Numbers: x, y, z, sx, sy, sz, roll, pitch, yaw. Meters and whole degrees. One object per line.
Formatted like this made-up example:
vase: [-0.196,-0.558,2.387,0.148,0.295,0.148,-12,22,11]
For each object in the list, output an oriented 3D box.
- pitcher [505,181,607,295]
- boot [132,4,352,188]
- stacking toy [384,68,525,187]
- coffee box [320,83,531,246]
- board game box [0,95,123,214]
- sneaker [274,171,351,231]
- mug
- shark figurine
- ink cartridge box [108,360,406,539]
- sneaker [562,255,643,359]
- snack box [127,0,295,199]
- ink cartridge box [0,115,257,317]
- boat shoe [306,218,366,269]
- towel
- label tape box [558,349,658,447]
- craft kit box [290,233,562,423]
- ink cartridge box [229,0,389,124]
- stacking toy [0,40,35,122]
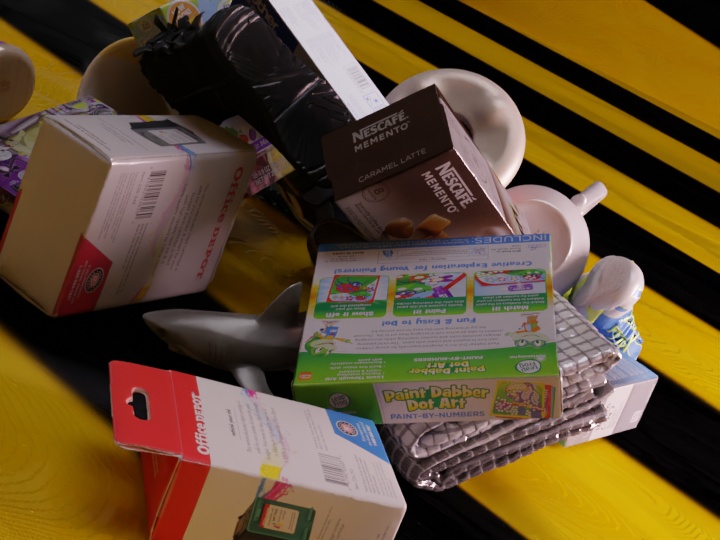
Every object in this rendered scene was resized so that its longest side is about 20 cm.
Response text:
pitcher: [0.193,-0.041,1.463,0.121,0.172,0.200,46,1,6]
boot: [-0.106,-0.152,1.258,0.198,0.073,0.162,49,-26,-22]
stacking toy: [0.085,-0.095,1.393,0.146,0.146,0.200,27,-18,12]
coffee box: [0.065,-0.055,1.222,0.200,0.114,0.080,50,22,-47]
board game box: [-0.290,-0.111,1.350,0.120,0.032,0.200,34,36,20]
sneaker: [-0.054,-0.108,1.517,0.078,0.079,0.200,-39,74,-25]
mug: [-0.183,-0.172,1.490,0.153,0.186,0.150,1,62,-64]
shark figurine: [-0.062,0.041,1.184,0.128,0.090,0.214,35,25,28]
ink cartridge box: [-0.080,0.134,0.947,0.199,0.067,0.116,16,20,-18]
sneaker: [0.261,0.047,1.432,0.105,0.076,0.200,37,-15,-6]
snack box: [-0.113,-0.190,1.401,0.169,0.200,0.068,-35,14,-39]
ink cartridge box: [-0.195,-0.051,1.186,0.085,0.148,0.200,32,20,23]
boat shoe: [0.005,-0.004,1.348,0.202,0.075,0.075,43,-14,45]
towel: [0.091,0.085,1.152,0.199,0.086,0.166,-19,35,-18]
label tape box: [0.165,0.097,1.311,0.144,0.063,0.200,35,24,33]
craft kit box: [0.056,0.043,1.107,0.199,0.049,0.198,-2,30,8]
ink cartridge box: [-0.048,-0.182,1.297,0.044,0.094,0.200,-27,75,-31]
stacking toy: [-0.437,-0.232,1.500,0.200,0.086,0.085,31,21,33]
